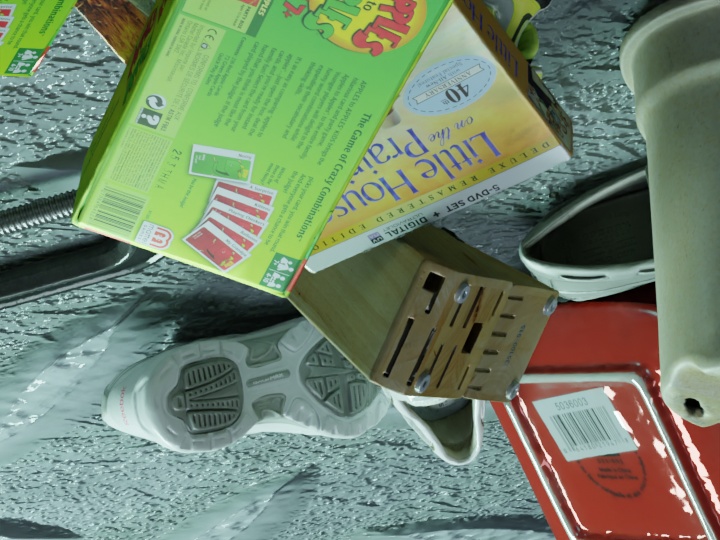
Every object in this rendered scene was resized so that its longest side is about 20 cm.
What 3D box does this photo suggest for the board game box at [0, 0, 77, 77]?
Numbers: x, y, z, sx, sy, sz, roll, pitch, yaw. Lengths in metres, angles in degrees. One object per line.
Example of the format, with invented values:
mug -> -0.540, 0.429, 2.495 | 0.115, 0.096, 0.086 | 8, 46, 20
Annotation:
board game box -> -0.149, -0.148, 1.008 | 0.101, 0.048, 0.200 | 0, 154, -28

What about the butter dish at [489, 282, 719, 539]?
butter dish -> 0.191, 0.078, 1.548 | 0.148, 0.200, 0.200 | -39, -159, -33

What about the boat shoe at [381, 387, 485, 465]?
boat shoe -> 0.040, 0.046, 1.475 | 0.071, 0.069, 0.200 | -25, 142, 3

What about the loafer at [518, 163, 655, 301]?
loafer -> 0.183, -0.032, 1.412 | 0.199, 0.070, 0.070 | -23, 163, 24

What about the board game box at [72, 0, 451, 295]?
board game box -> -0.040, -0.085, 1.061 | 0.101, 0.048, 0.200 | 19, 133, -13

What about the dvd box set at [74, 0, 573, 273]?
dvd box set -> -0.017, -0.094, 1.117 | 0.146, 0.029, 0.200 | -23, 129, 23

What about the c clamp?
c clamp -> -0.175, -0.020, 1.320 | 0.199, 0.027, 0.171 | -18, 161, 8

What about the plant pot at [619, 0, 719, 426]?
plant pot -> 0.221, -0.018, 1.252 | 0.200, 0.184, 0.201 | 6, 161, 2

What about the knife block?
knife block -> 0.000, 0.000, 1.266 | 0.175, 0.064, 0.200 | 26, -173, 24

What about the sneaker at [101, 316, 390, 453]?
sneaker -> -0.069, 0.064, 1.519 | 0.199, 0.078, 0.099 | -1, 180, -40

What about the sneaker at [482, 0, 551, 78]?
sneaker -> 0.048, -0.085, 1.217 | 0.076, 0.076, 0.200 | -8, 157, -7
